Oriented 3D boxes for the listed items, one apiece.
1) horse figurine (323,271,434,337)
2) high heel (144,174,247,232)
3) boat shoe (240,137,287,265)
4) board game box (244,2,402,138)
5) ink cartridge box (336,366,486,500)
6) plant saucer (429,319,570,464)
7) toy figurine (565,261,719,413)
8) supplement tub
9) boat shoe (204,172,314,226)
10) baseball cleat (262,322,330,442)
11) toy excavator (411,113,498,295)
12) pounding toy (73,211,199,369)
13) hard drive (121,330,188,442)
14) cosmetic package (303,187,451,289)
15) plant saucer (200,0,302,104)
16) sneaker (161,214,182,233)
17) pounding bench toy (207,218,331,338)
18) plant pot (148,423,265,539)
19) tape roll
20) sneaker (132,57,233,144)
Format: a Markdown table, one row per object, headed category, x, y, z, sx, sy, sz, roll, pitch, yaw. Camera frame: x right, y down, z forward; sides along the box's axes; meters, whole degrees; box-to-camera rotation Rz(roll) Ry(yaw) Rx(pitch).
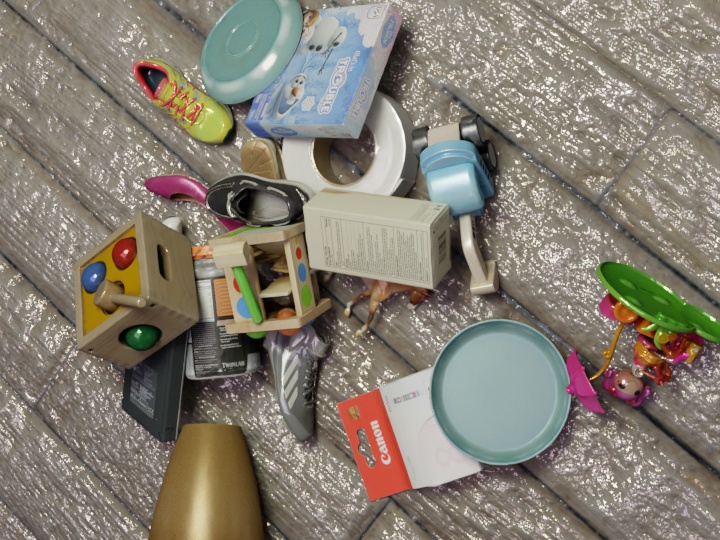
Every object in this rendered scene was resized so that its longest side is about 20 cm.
| category | x | y | z | sx | sy | sz | roll | pitch | yaw |
| --- | --- | --- | --- | --- | --- | --- | --- | --- | --- |
| horse figurine | 0.000 | 0.000 | 1.537 | 0.132 | 0.050 | 0.201 | -41 | 80 | 22 |
| high heel | -0.257 | -0.097 | 1.624 | 0.197 | 0.067 | 0.097 | 8 | 83 | 7 |
| boat shoe | -0.134 | -0.110 | 1.575 | 0.073 | 0.069 | 0.202 | 3 | 113 | 19 |
| board game box | -0.056 | -0.289 | 1.485 | 0.197 | 0.043 | 0.202 | 7 | 69 | 38 |
| ink cartridge box | 0.070 | 0.245 | 1.517 | 0.198 | 0.057 | 0.164 | -22 | 84 | 15 |
| plant saucer | 0.197 | 0.171 | 1.445 | 0.197 | 0.027 | 0.203 | 0 | 84 | 3 |
| toy figurine | 0.365 | 0.116 | 1.381 | 0.198 | 0.151 | 0.185 | 24 | 115 | -6 |
| supplement tub | -0.222 | 0.063 | 1.583 | 0.121 | 0.122 | 0.203 | -5 | 89 | 20 |
| boat shoe | -0.161 | -0.099 | 1.507 | 0.198 | 0.060 | 0.075 | 9 | 113 | 32 |
| baseball cleat | -0.088 | 0.157 | 1.563 | 0.105 | 0.070 | 0.202 | -19 | 85 | 20 |
| toy excavator | 0.145 | -0.088 | 1.445 | 0.099 | 0.195 | 0.202 | -10 | 60 | 20 |
| pounding toy | -0.331 | 0.034 | 1.474 | 0.183 | 0.142 | 0.202 | -33 | 50 | 25 |
| hard drive | -0.322 | 0.146 | 1.590 | 0.139 | 0.033 | 0.203 | 26 | 113 | 46 |
| cosmetic package | 0.024 | -0.047 | 1.435 | 0.198 | 0.071 | 0.106 | 11 | 123 | 25 |
| plant saucer | -0.175 | -0.350 | 1.559 | 0.198 | 0.027 | 0.202 | -18 | 57 | 30 |
| sneaker | -0.303 | 0.010 | 1.648 | 0.086 | 0.074 | 0.203 | 12 | 104 | 13 |
| pounding bench toy | -0.142 | 0.022 | 1.467 | 0.123 | 0.200 | 0.158 | -6 | 100 | 22 |
| plant pot | -0.233 | 0.342 | 1.577 | 0.184 | 0.186 | 0.203 | -4 | 76 | 20 |
| tape roll | -0.014 | -0.175 | 1.527 | 0.200 | 0.071 | 0.205 | 0 | 91 | 20 |
| sneaker | -0.288 | -0.268 | 1.619 | 0.199 | 0.090 | 0.079 | 37 | 101 | 15 |
